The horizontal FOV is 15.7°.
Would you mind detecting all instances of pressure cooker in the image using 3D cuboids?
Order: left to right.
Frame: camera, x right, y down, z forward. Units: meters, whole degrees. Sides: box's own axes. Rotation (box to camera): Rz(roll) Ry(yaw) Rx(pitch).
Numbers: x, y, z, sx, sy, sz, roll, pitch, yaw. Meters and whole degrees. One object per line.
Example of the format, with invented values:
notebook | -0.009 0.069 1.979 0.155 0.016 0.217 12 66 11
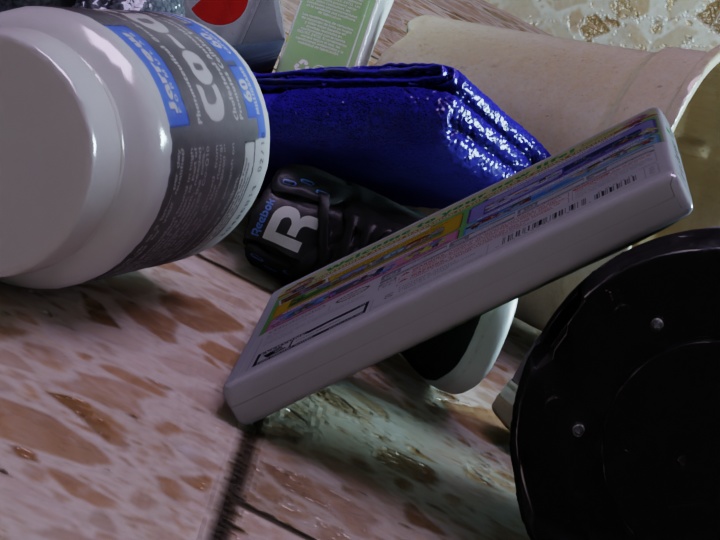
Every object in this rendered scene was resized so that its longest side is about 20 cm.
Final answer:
pressure cooker | 0.167 0.064 1.066 0.175 0.179 0.200 28 12 16

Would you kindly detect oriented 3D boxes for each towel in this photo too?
towel | -0.010 -0.071 1.340 0.199 0.050 0.148 5 -10 29

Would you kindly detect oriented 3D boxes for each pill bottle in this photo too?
pill bottle | -0.118 -0.052 1.081 0.113 0.114 0.200 29 12 11

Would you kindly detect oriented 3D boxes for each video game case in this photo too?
video game case | 0.044 -0.005 1.101 0.022 0.199 0.182 62 9 -8

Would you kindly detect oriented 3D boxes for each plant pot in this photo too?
plant pot | 0.096 -0.054 1.456 0.183 0.202 0.200 19 8 19

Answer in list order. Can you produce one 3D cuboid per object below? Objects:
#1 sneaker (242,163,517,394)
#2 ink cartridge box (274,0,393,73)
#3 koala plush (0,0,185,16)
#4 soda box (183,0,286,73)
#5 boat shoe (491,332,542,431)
sneaker | 0.000 0.000 1.256 0.111 0.073 0.200 21 4 -15
ink cartridge box | -0.003 -0.158 1.474 0.048 0.201 0.146 18 -18 0
koala plush | -0.210 -0.161 1.239 0.183 0.179 0.200 -9 3 25
soda box | -0.084 -0.133 1.426 0.068 0.064 0.200 -8 -5 -8
boat shoe | 0.160 0.087 1.228 0.199 0.065 0.072 27 10 -7
